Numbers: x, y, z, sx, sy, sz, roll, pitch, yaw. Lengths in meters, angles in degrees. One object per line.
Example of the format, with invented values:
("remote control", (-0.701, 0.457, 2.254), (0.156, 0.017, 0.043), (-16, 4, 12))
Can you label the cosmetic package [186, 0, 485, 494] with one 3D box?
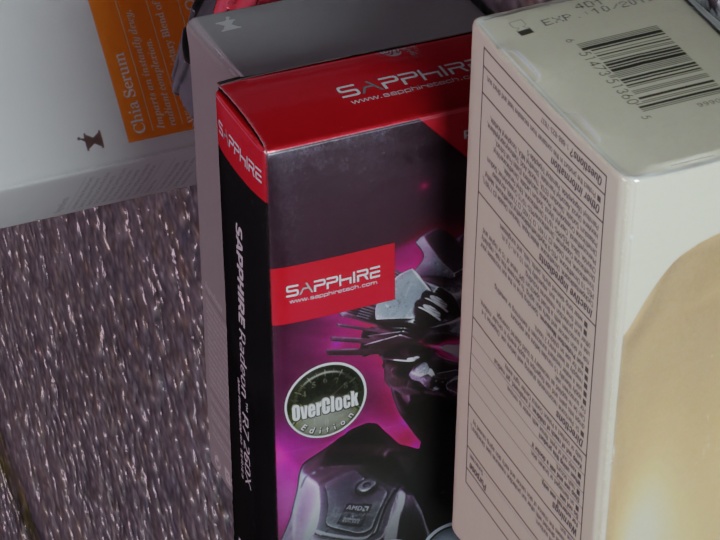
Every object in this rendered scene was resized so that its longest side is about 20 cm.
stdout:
("cosmetic package", (0.000, 0.000, 1.012), (0.090, 0.106, 0.201), (-127, 29, -50))

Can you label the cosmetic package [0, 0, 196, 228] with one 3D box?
("cosmetic package", (-0.158, -0.078, 1.254), (0.071, 0.199, 0.102), (137, 117, -68))

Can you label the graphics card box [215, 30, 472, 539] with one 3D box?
("graphics card box", (0.017, 0.020, 0.949), (0.051, 0.125, 0.201), (-130, 34, -50))

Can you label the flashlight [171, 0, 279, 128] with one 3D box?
("flashlight", (-0.037, -0.117, 1.097), (0.068, 0.067, 0.200), (67, 157, 18))

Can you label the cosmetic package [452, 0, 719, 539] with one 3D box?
("cosmetic package", (0.082, 0.024, 0.848), (0.105, 0.071, 0.201), (-127, 31, -48))
